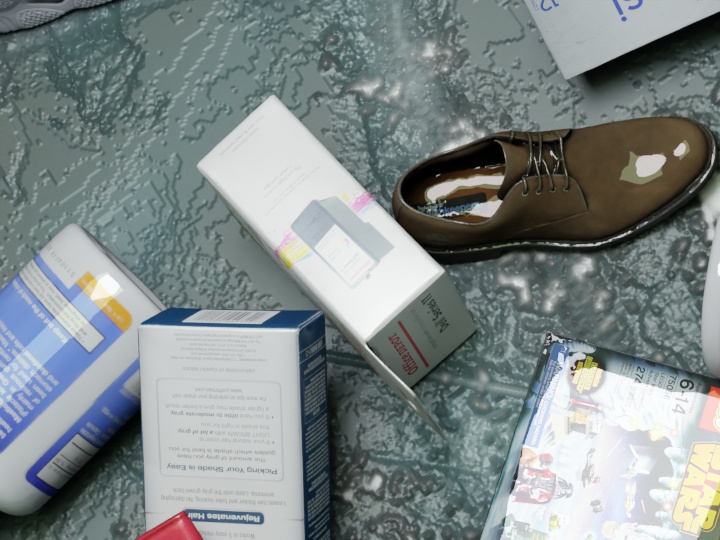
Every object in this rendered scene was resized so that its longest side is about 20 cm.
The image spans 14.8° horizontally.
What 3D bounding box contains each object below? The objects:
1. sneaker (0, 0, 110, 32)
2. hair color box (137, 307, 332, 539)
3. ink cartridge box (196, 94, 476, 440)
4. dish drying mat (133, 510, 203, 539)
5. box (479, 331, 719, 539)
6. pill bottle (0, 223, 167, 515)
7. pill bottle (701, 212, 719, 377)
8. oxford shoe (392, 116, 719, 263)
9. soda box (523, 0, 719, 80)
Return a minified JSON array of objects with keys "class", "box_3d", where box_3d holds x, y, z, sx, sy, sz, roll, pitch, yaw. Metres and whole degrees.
[{"class":"sneaker","box_3d":[-0.206,-0.228,1.800,0.200,0.075,0.114,-15,70,4]},{"class":"hair color box","box_3d":[-0.072,0.125,1.627,0.100,0.061,0.200,2,100,16]},{"class":"ink cartridge box","box_3d":[0.000,0.000,1.653,0.067,0.117,0.200,-42,69,-3]},{"class":"dish drying mat","box_3d":[-0.080,0.241,1.589,0.077,0.018,0.200,-31,89,15]},{"class":"box","box_3d":[0.145,0.149,1.613,0.137,0.040,0.200,15,78,17]},{"class":"pill bottle","box_3d":[-0.206,0.077,1.689,0.200,0.112,0.112,-45,69,-1]},{"class":"pill bottle","box_3d":[0.302,0.019,1.570,0.200,0.113,0.113,9,77,17]},{"class":"oxford shoe","box_3d":[0.115,-0.053,1.657,0.200,0.084,0.073,-15,69,8]},{"class":"soda box","box_3d":[0.197,-0.191,1.660,0.200,0.063,0.068,-24,111,14]}]
